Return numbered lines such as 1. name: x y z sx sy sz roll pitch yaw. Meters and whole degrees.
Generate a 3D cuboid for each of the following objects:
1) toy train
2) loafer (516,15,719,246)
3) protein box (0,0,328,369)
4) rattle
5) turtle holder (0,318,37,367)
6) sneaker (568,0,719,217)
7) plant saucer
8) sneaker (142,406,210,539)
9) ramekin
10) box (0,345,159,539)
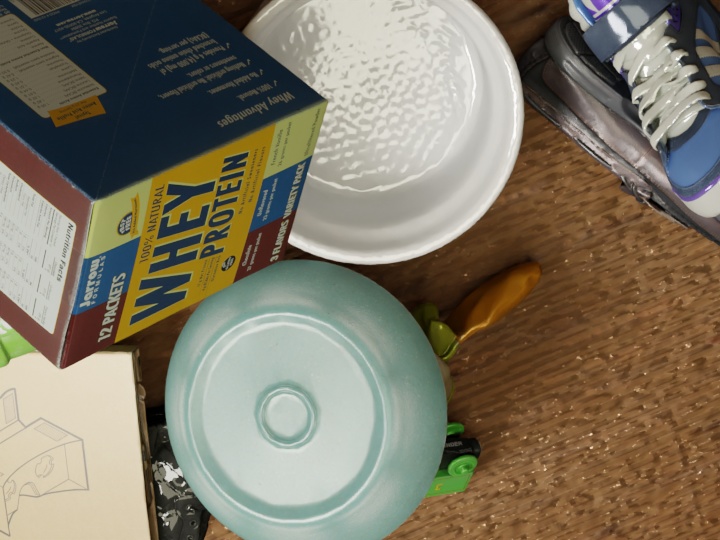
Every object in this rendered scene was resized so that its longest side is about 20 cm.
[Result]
1. toy train: -0.011 0.143 1.781 0.200 0.042 0.056 -6 144 -21
2. loafer: 0.185 -0.085 1.739 0.200 0.072 0.063 45 122 -9
3. protein box: -0.168 -0.079 1.583 0.200 0.198 0.135 39 134 25
4. rattle: 0.000 0.000 1.755 0.200 0.130 0.143 35 94 14
5. turtle holder: -0.231 -0.015 1.680 0.132 0.186 0.141 -24 85 -7
6. sneaker: 0.184 -0.133 1.646 0.146 0.200 0.081 35 123 -20
7. plant saucer: -0.043 0.094 1.685 0.200 0.036 0.200 2 97 19
8. sneaker: -0.118 0.148 1.806 0.199 0.060 0.104 -9 108 6
9. ramekin: 0.004 -0.114 1.698 0.200 0.098 0.201 -1 110 -2
10. box: -0.242 0.129 1.784 0.200 0.021 0.164 0 108 14
